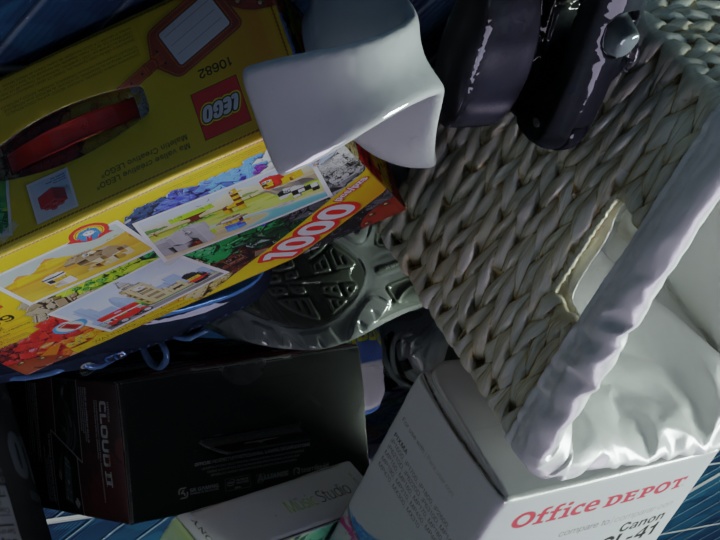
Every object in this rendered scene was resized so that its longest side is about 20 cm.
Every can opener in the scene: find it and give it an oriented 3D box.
[{"bbox_3d":[0.094,-0.127,0.905,0.078,0.063,0.201,-23,150,-42],"label":"can opener"}]

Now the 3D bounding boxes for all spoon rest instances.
[{"bbox_3d":[0.005,-0.078,0.897,0.060,0.100,0.200,-17,-171,12],"label":"spoon rest"}]

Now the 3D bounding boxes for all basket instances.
[{"bbox_3d":[0.143,-0.034,1.065,0.199,0.161,0.199,-3,134,-44],"label":"basket"}]

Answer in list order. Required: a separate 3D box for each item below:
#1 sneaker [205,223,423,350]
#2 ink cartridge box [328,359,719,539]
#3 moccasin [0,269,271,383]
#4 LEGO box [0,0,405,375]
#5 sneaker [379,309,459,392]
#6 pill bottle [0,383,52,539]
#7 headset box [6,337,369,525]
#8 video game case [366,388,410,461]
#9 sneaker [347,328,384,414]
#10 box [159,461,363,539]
[{"bbox_3d":[0.000,0.000,1.239,0.198,0.079,0.099,-9,177,-9],"label":"sneaker"},{"bbox_3d":[0.067,0.134,1.161,0.147,0.086,0.201,-10,143,-35],"label":"ink cartridge box"},{"bbox_3d":[-0.140,0.012,1.136,0.198,0.081,0.068,-8,148,5],"label":"moccasin"},{"bbox_3d":[-0.098,-0.039,1.009,0.199,0.078,0.149,-23,161,11],"label":"LEGO box"},{"bbox_3d":[0.046,0.062,1.380,0.115,0.076,0.201,-21,-170,22],"label":"sneaker"},{"bbox_3d":[-0.219,0.138,1.197,0.113,0.201,0.114,-17,162,-6],"label":"pill bottle"},{"bbox_3d":[-0.099,0.082,1.246,0.148,0.078,0.199,-8,-175,-33],"label":"headset box"},{"bbox_3d":[0.069,0.082,1.443,0.142,0.018,0.200,-11,-166,27],"label":"video game case"},{"bbox_3d":[-0.047,0.080,1.403,0.073,0.083,0.200,-10,161,-31],"label":"sneaker"},{"bbox_3d":[-0.085,0.190,1.181,0.144,0.036,0.201,-12,141,-53],"label":"box"}]
